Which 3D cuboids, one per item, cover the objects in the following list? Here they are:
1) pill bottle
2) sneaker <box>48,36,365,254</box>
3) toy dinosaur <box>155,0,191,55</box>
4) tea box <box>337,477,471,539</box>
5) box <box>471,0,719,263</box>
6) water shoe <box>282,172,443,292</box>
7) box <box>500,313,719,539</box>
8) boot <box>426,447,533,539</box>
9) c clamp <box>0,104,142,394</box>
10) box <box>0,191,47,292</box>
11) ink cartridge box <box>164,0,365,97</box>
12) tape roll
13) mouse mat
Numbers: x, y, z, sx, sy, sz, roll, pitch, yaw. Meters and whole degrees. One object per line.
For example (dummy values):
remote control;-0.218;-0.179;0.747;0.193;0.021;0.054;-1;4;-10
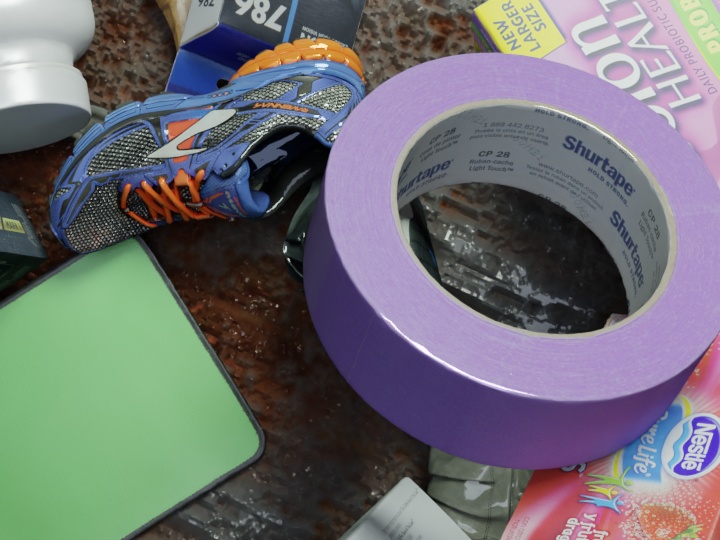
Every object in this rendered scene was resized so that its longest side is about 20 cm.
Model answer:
pill bottle;-0.216;-0.175;0.930;0.112;0.113;0.201;-14;80;3
sneaker;-0.085;-0.059;0.907;0.199;0.075;0.079;-26;51;8
toy dinosaur;-0.105;-0.172;0.965;0.106;0.060;0.201;-21;78;26
tea box;-0.017;0.237;0.833;0.134;0.200;0.197;46;104;5
box;0.191;-0.116;0.906;0.199;0.097;0.177;-32;83;2
water shoe;0.000;0.000;0.882;0.078;0.200;0.072;-21;118;8
box;0.144;0.121;0.794;0.094;0.200;0.103;4;125;26
boot;0.050;0.099;0.924;0.199;0.068;0.131;22;94;7
c clamp;-0.214;-0.010;0.968;0.170;0.027;0.201;15;88;6
box;-0.291;0.022;0.890;0.199;0.158;0.051;-34;80;12
ink cartridge box;-0.039;-0.181;0.934;0.039;0.099;0.201;14;88;50
tape roll;0.075;-0.008;0.776;0.199;0.066;0.201;7;55;-9
mouse mat;-0.175;0.090;0.958;0.199;0.008;0.162;-32;93;1
